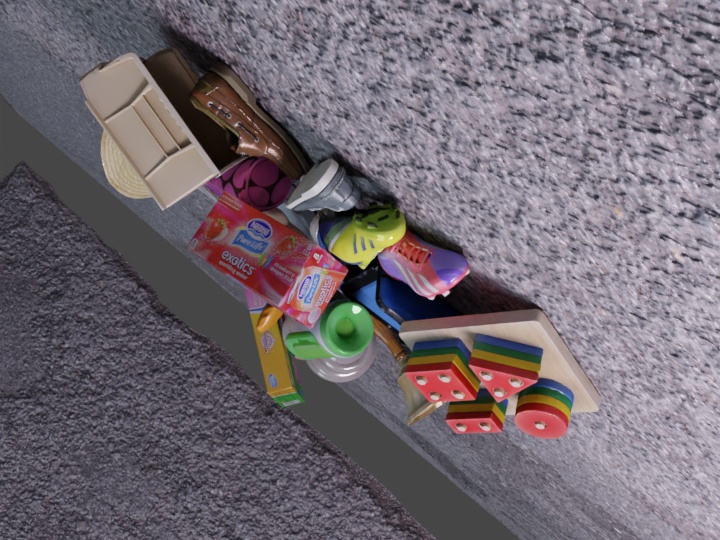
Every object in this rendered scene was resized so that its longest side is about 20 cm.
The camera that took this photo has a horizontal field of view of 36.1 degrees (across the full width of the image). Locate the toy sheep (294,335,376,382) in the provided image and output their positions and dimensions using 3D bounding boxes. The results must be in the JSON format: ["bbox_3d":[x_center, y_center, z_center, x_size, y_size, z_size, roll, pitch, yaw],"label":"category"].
[{"bbox_3d":[-0.037,0.120,1.813,0.138,0.138,0.200,42,173,-3],"label":"toy sheep"}]

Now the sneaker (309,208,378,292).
[{"bbox_3d":[-0.001,0.001,1.654,0.111,0.077,0.201,44,167,41],"label":"sneaker"}]

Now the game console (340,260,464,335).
[{"bbox_3d":[0.072,0.087,1.542,0.199,0.118,0.171,36,-154,-16],"label":"game console"}]

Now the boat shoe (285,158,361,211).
[{"bbox_3d":[-0.048,-0.099,1.447,0.062,0.073,0.200,35,170,-11],"label":"boat shoe"}]

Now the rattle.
[{"bbox_3d":[-0.153,-0.026,1.680,0.201,0.142,0.130,59,167,-5],"label":"rattle"}]

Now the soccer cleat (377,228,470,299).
[{"bbox_3d":[0.070,-0.016,1.395,0.077,0.067,0.200,50,170,-19],"label":"soccer cleat"}]

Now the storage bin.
[{"bbox_3d":[-0.257,-0.198,1.470,0.199,0.093,0.200,56,-168,-8],"label":"storage bin"}]

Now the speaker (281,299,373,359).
[{"bbox_3d":[-0.052,0.089,1.633,0.088,0.089,0.200,44,161,-13],"label":"speaker"}]

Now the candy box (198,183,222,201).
[{"bbox_3d":[-0.265,-0.177,1.927,0.200,0.061,0.137,34,168,36],"label":"candy box"}]

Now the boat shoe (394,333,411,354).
[{"bbox_3d":[0.064,0.085,1.782,0.062,0.075,0.200,34,-178,-23],"label":"boat shoe"}]

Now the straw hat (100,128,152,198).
[{"bbox_3d":[-0.278,-0.186,1.626,0.085,0.202,0.201,18,158,33],"label":"straw hat"}]

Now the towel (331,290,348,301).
[{"bbox_3d":[-0.105,0.003,1.883,0.165,0.086,0.200,34,178,34],"label":"towel"}]

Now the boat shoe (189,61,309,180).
[{"bbox_3d":[-0.151,-0.185,1.483,0.200,0.068,0.072,47,168,-26],"label":"boat shoe"}]

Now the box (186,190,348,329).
[{"bbox_3d":[-0.129,-0.016,1.521,0.199,0.100,0.095,30,174,36],"label":"box"}]

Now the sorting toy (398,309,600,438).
[{"bbox_3d":[0.171,0.142,1.393,0.197,0.070,0.200,-7,138,35],"label":"sorting toy"}]

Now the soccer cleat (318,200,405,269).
[{"bbox_3d":[0.008,-0.042,1.419,0.200,0.064,0.084,9,119,63],"label":"soccer cleat"}]

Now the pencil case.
[{"bbox_3d":[-0.175,-0.154,1.650,0.090,0.095,0.200,-5,-161,-33],"label":"pencil case"}]

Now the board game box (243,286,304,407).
[{"bbox_3d":[-0.140,0.108,1.774,0.153,0.040,0.202,73,-177,-75],"label":"board game box"}]

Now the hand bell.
[{"bbox_3d":[0.060,0.124,1.690,0.201,0.104,0.104,56,172,13],"label":"hand bell"}]

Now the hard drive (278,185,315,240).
[{"bbox_3d":[-0.112,-0.095,1.805,0.132,0.027,0.200,36,167,30],"label":"hard drive"}]
